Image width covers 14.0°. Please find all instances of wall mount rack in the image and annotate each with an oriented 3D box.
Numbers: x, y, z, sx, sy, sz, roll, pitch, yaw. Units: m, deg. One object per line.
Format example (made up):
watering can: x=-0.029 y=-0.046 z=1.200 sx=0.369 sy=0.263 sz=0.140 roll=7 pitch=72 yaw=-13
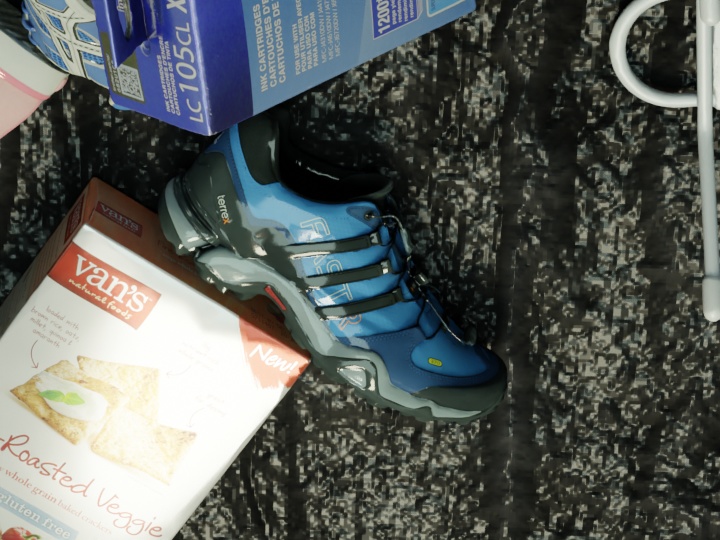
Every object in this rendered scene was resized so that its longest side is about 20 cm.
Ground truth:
wall mount rack: x=0.220 y=-0.071 z=1.384 sx=0.200 sy=0.075 sz=0.174 roll=-3 pitch=117 yaw=4

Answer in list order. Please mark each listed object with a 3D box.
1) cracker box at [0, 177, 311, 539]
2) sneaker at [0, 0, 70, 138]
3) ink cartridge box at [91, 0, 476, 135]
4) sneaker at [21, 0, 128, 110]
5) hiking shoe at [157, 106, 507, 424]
cracker box: x=-0.132 y=0.070 z=1.474 sx=0.134 sy=0.058 sz=0.200 roll=31 pitch=113 yaw=-14
sneaker: x=-0.242 y=-0.118 z=1.370 sx=0.200 sy=0.075 sz=0.105 roll=39 pitch=106 yaw=-21
ink cartridge box: x=-0.047 y=-0.149 z=1.287 sx=0.200 sy=0.076 sz=0.137 roll=-28 pitch=123 yaw=-34
sneaker: x=-0.130 y=-0.129 z=1.337 sx=0.077 sy=0.076 sz=0.200 roll=-18 pitch=140 yaw=28
hiking shoe: x=0.000 y=0.000 z=1.426 sx=0.200 sy=0.074 sz=0.087 roll=34 pitch=114 yaw=-15
